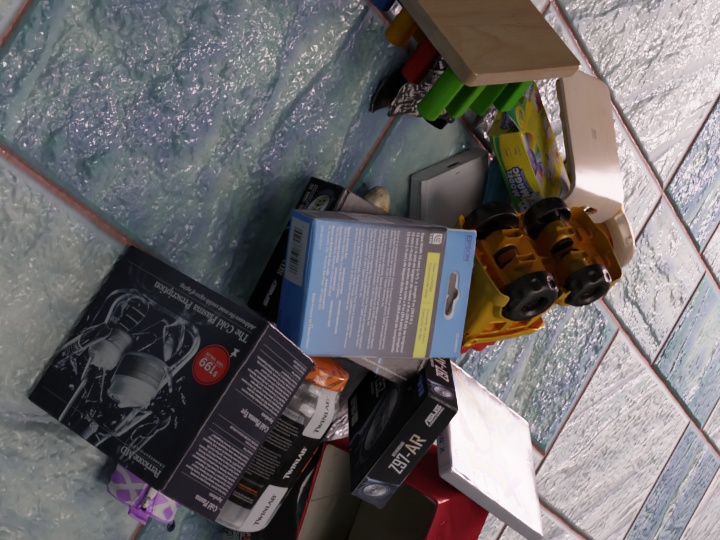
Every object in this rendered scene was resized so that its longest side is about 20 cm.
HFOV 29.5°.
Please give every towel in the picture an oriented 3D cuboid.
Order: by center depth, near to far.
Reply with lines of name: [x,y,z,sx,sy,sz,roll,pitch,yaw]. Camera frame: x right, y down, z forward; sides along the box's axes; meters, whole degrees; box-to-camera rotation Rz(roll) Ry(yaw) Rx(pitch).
towel: [0.176,-0.048,1.789,0.146,0.022,0.201,3,105,-63]

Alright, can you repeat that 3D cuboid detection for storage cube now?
storage cube: [0.044,0.314,1.733,0.179,0.199,0.172,-1,112,-58]

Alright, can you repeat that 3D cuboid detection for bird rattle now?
bird rattle: [0.313,-0.059,1.881,0.112,0.163,0.201,-21,119,-21]

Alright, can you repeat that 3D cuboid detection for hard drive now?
hard drive: [0.108,-0.044,1.732,0.131,0.026,0.201,-26,129,-41]

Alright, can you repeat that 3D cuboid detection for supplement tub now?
supplement tub: [-0.104,0.172,1.489,0.122,0.122,0.201,20,106,-54]

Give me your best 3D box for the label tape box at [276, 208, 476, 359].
label tape box: [0.017,0.016,1.446,0.199,0.066,0.145,3,100,-30]

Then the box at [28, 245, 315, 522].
box: [-0.181,0.106,1.310,0.183,0.199,0.104,-58,145,-9]

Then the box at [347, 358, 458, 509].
box: [0.046,0.159,1.615,0.043,0.200,0.161,29,113,-16]

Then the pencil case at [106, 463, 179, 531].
pencil case: [-0.194,0.165,1.427,0.085,0.083,0.201,174,-61,-88]

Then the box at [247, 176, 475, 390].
box: [0.003,0.016,1.525,0.199,0.086,0.165,29,87,-31]

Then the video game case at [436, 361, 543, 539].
video game case: [0.160,0.224,1.732,0.022,0.183,0.200,-30,130,27]

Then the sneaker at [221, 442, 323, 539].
sneaker: [-0.109,0.262,1.618,0.067,0.108,0.202,29,50,-21]

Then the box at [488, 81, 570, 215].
box: [0.213,-0.142,1.722,0.118,0.048,0.201,-66,142,-48]

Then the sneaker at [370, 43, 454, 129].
sneaker: [0.102,-0.214,1.596,0.199,0.060,0.105,7,104,-48]

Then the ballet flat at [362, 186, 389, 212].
ballet flat: [0.000,0.000,1.596,0.066,0.057,0.201,2,109,-53]

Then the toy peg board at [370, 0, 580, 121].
toy peg board: [0.102,-0.257,1.489,0.199,0.200,0.098,-13,151,-47]

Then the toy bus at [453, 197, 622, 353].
toy bus: [0.188,0.023,1.657,0.199,0.136,0.193,-8,144,-31]

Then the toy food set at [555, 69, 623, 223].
toy food set: [0.273,-0.168,1.754,0.143,0.060,0.202,10,70,-54]
